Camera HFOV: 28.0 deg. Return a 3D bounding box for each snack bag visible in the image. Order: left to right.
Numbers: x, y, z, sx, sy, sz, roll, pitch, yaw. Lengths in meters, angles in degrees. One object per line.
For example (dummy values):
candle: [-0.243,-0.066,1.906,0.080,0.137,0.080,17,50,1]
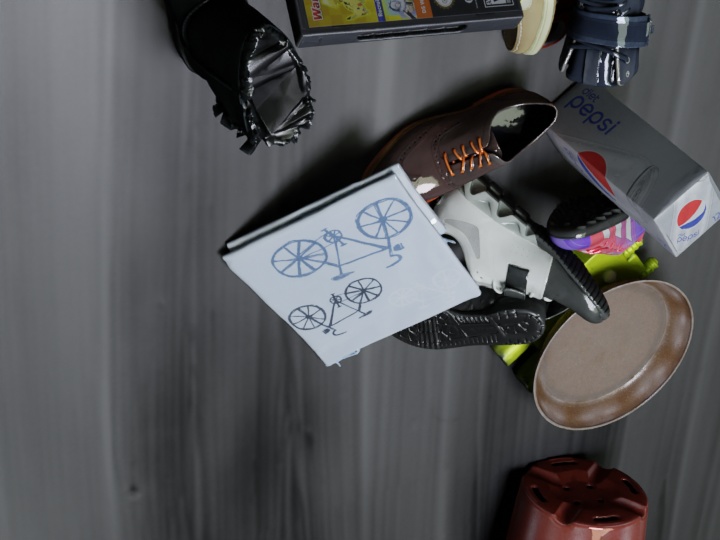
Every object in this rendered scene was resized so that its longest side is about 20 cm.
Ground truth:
snack bag: [0.000,0.000,1.348,0.187,0.022,0.200,-26,135,17]

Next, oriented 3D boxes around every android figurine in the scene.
android figurine: [0.235,0.042,1.555,0.200,0.041,0.182,-40,133,1]

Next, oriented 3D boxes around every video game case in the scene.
video game case: [0.018,-0.272,1.099,0.179,0.202,0.026,-8,165,-19]

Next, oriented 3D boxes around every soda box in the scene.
soda box: [0.253,-0.101,1.355,0.068,0.200,0.063,-40,134,2]

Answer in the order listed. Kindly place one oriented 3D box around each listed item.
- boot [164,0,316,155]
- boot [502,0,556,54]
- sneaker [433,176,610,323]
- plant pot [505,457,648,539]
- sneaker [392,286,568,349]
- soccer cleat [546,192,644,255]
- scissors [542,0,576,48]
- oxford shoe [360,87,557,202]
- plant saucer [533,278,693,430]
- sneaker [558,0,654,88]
boot: [-0.104,-0.197,1.092,0.073,0.163,0.200,-24,130,-15]
boot: [0.088,-0.256,1.227,0.153,0.073,0.201,-14,141,-8]
sneaker: [0.150,-0.005,1.394,0.089,0.200,0.074,-50,173,16]
plant pot: [0.246,0.338,1.677,0.199,0.201,0.197,-6,116,-28]
sneaker: [0.124,0.026,1.451,0.197,0.105,0.061,2,127,12]
soccer cleat: [0.243,-0.042,1.432,0.199,0.068,0.074,-28,123,-55]
scissors: [0.222,-0.251,1.362,0.198,0.014,0.074,-12,124,-26]
oxford shoe: [0.090,-0.112,1.320,0.199,0.072,0.072,-32,106,-12]
plant saucer: [0.267,0.085,1.557,0.198,0.032,0.202,-16,130,-19]
sneaker: [0.210,-0.230,1.257,0.202,0.076,0.148,-22,128,-64]
